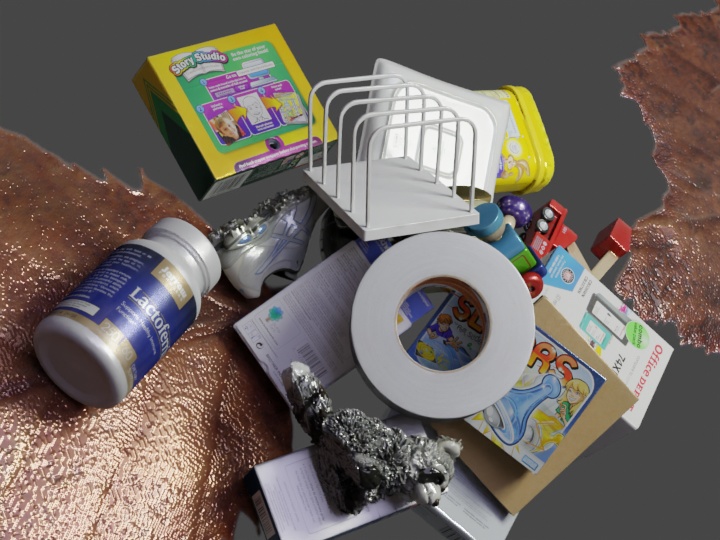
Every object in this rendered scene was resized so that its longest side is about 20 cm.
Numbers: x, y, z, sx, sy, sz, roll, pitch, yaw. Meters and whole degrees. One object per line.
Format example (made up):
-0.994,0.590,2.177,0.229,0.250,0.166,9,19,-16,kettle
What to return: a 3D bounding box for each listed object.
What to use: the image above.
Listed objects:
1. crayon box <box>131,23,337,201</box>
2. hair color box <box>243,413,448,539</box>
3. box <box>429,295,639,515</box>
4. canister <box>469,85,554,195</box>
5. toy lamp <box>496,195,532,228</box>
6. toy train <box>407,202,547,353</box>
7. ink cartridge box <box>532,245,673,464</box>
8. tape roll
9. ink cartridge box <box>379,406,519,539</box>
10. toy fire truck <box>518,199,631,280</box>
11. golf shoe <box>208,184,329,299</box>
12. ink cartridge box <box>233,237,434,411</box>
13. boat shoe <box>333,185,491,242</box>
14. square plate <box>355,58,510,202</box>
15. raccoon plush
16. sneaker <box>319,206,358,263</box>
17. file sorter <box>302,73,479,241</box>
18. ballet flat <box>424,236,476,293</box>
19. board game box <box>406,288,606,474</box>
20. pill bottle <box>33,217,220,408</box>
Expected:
-0.149,-0.196,1.620,0.199,0.058,0.173,-23,78,-38,crayon box
-0.016,0.231,1.445,0.198,0.061,0.101,-17,77,-22,hair color box
0.193,0.156,1.533,0.200,0.021,0.164,-43,90,2,box
0.143,-0.170,1.771,0.199,0.086,0.150,-6,71,-32,canister
0.168,-0.013,1.723,0.058,0.058,0.201,38,49,-9,toy lamp
0.108,0.014,1.562,0.116,0.199,0.085,52,8,-33,toy train
0.252,0.108,1.650,0.200,0.146,0.147,41,51,-7,ink cartridge box
0.087,0.062,1.446,0.198,0.066,0.202,1,79,-3,tape roll
0.117,0.210,1.578,0.199,0.041,0.200,41,53,-5,ink cartridge box
0.280,-0.018,1.798,0.141,0.049,0.201,37,52,-10,toy fire truck
-0.091,-0.038,1.578,0.199,0.078,0.098,-34,105,-36,golf shoe
-0.029,0.053,1.505,0.199,0.042,0.120,-36,85,0,ink cartridge box
0.064,-0.059,1.596,0.199,0.072,0.067,-7,110,-20,boat shoe
0.092,-0.145,1.663,0.197,0.028,0.202,16,78,-22,square plate
0.020,0.164,1.402,0.133,0.097,0.201,-17,76,-31,raccoon plush
0.000,0.000,1.587,0.066,0.090,0.202,9,61,-29,sneaker
0.032,-0.135,1.495,0.138,0.126,0.200,-8,25,-20,file sorter
0.112,-0.006,1.633,0.198,0.070,0.070,-13,71,-11,ballet flat
0.158,0.115,1.505,0.199,0.034,0.136,37,92,4,board game box
-0.239,0.040,1.401,0.116,0.116,0.200,43,51,-5,pill bottle
